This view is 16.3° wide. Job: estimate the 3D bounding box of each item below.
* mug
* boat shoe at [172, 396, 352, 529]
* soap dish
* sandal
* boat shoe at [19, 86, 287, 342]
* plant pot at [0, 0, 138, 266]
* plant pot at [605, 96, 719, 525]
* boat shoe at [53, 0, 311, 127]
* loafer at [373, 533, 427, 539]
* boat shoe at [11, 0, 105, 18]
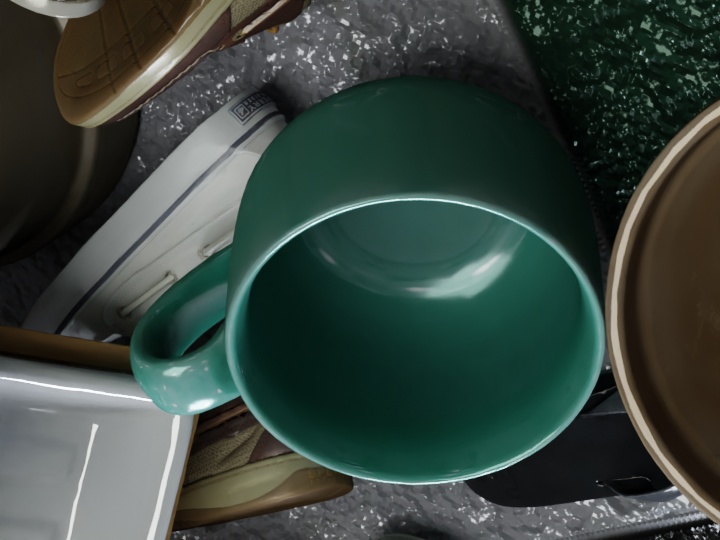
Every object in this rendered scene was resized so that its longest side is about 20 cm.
[{"bbox_3d":[0.007,-0.007,1.038,0.184,0.115,0.152,11,127,-7],"label":"mug"},{"bbox_3d":[-0.091,0.087,1.195,0.200,0.072,0.072,-16,82,40],"label":"boat shoe"},{"bbox_3d":[-0.166,0.117,1.110,0.157,0.081,0.201,10,101,-24],"label":"soap dish"},{"bbox_3d":[0.125,0.072,1.087,0.200,0.043,0.076,-18,106,34],"label":"sandal"},{"bbox_3d":[-0.087,0.001,1.148,0.066,0.072,0.200,47,119,3],"label":"boat shoe"},{"bbox_3d":[-0.224,-0.069,1.114,0.199,0.174,0.201,12,119,21],"label":"plant pot"},{"bbox_3d":[0.200,0.009,0.969,0.200,0.093,0.202,4,104,16],"label":"plant pot"},{"bbox_3d":[-0.048,-0.123,1.051,0.072,0.072,0.200,23,123,-41],"label":"boat shoe"},{"bbox_3d":[0.071,0.203,1.170,0.200,0.070,0.070,40,127,3],"label":"loafer"},{"bbox_3d":[-0.182,-0.174,1.055,0.200,0.067,0.057,29,120,17],"label":"boat shoe"}]
